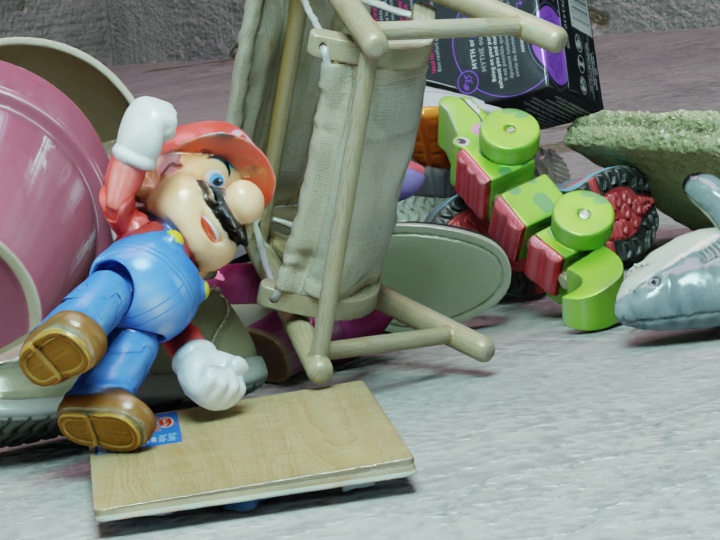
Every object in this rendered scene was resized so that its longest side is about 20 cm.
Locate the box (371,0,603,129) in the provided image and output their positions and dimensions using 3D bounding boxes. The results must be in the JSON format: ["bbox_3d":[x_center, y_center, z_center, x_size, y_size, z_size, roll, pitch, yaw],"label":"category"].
[{"bbox_3d":[0.056,-0.154,1.788,0.199,0.123,0.106,-11,-13,25],"label":"box"}]

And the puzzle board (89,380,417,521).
[{"bbox_3d":[-0.059,0.091,1.259,0.149,0.018,0.200,-9,9,-6],"label":"puzzle board"}]

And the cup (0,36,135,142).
[{"bbox_3d":[-0.230,-0.046,1.785,0.198,0.202,0.143,-6,-13,4],"label":"cup"}]

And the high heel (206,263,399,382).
[{"bbox_3d":[-0.068,0.015,1.542,0.096,0.068,0.199,-25,23,-34],"label":"high heel"}]

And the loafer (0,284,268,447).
[{"bbox_3d":[-0.148,0.048,1.367,0.199,0.070,0.075,-7,-12,-30],"label":"loafer"}]

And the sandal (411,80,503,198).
[{"bbox_3d":[0.014,-0.096,1.655,0.205,0.079,0.059,2,44,-26],"label":"sandal"}]

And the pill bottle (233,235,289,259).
[{"bbox_3d":[-0.076,-0.036,1.751,0.111,0.113,0.200,-8,9,-6],"label":"pill bottle"}]

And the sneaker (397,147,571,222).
[{"bbox_3d":[0.052,-0.044,1.890,0.199,0.070,0.099,-9,1,-28],"label":"sneaker"}]

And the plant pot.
[{"bbox_3d":[-0.248,-0.008,1.531,0.198,0.202,0.179,-7,24,-1],"label":"plant pot"}]

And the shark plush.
[{"bbox_3d":[0.247,0.021,1.435,0.199,0.091,0.083,17,35,13],"label":"shark plush"}]

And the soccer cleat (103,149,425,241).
[{"bbox_3d":[-0.059,-0.046,1.567,0.198,0.077,0.067,3,-1,-12],"label":"soccer cleat"}]

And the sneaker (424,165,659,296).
[{"bbox_3d":[0.107,-0.018,1.694,0.199,0.080,0.095,-6,-8,-42],"label":"sneaker"}]

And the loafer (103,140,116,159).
[{"bbox_3d":[-0.203,-0.023,1.670,0.199,0.075,0.070,-29,22,10],"label":"loafer"}]

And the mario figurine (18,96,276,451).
[{"bbox_3d":[-0.093,-0.007,1.301,0.105,0.124,0.201,19,47,7],"label":"mario figurine"}]

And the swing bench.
[{"bbox_3d":[-0.008,-0.074,1.414,0.129,0.200,0.200,-5,27,-33],"label":"swing bench"}]

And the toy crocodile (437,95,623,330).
[{"bbox_3d":[0.102,-0.036,1.564,0.061,0.068,0.200,-22,53,-23],"label":"toy crocodile"}]

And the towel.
[{"bbox_3d":[0.236,-0.066,1.716,0.148,0.037,0.200,30,-10,-25],"label":"towel"}]

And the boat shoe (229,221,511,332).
[{"bbox_3d":[0.000,0.002,1.583,0.198,0.075,0.066,-14,18,17],"label":"boat shoe"}]
